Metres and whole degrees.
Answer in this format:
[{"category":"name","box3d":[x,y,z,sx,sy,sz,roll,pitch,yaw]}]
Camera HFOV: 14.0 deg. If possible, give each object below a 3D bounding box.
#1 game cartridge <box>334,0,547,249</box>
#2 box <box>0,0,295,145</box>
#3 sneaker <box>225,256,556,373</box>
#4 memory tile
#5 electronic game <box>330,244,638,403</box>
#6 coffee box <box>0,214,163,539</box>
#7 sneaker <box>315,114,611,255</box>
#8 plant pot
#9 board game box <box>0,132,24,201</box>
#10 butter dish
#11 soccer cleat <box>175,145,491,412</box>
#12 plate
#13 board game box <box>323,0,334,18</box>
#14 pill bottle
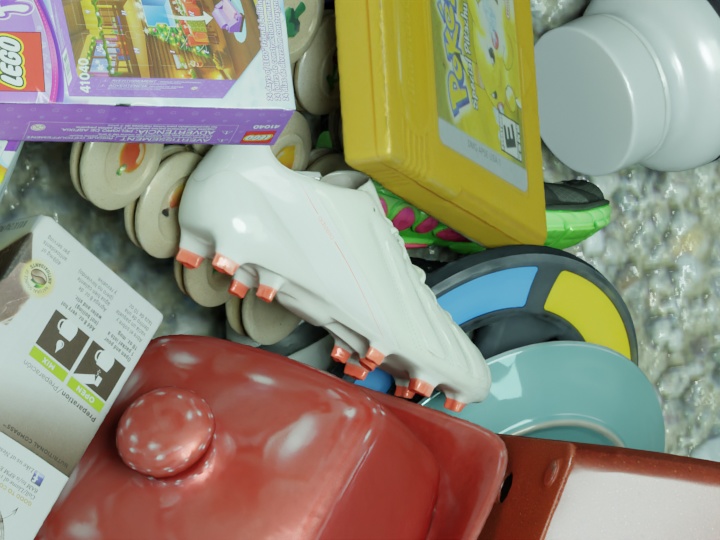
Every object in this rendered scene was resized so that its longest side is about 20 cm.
[{"category":"game cartridge","box3d":[0.038,-0.112,1.383,0.200,0.032,0.177,28,56,-66]},{"category":"box","box3d":[-0.106,-0.150,1.216,0.136,0.039,0.201,1,68,-17]},{"category":"sneaker","box3d":[0.013,0.032,1.479,0.199,0.074,0.080,9,95,-32]},{"category":"memory tile","box3d":[-0.049,-0.062,1.325,0.154,0.017,0.200,-60,146,-10]},{"category":"electronic game","box3d":[0.056,0.078,1.463,0.199,0.042,0.201,-19,128,-26]},{"category":"coffee box","box3d":[-0.188,0.081,1.287,0.080,0.113,0.200,41,62,-25]},{"category":"sneaker","box3d":[0.057,-0.050,1.506,0.200,0.077,0.084,10,67,-45]},{"category":"plant pot","box3d":[0.125,0.171,1.355,0.176,0.200,0.200,24,82,-15]},{"category":"board game box","box3d":[-0.250,-0.048,1.207,0.199,0.105,0.103,24,61,-5]},{"category":"butter dish","box3d":[-0.066,0.104,1.306,0.200,0.199,0.148,-61,148,-24]},{"category":"soccer cleat","box3d":[0.000,0.000,1.329,0.200,0.069,0.078,35,75,-39]},{"category":"plate","box3d":[0.075,0.125,1.463,0.200,0.026,0.201,-19,130,-24]},{"category":"board game box","box3d":[-0.046,-0.159,1.340,0.200,0.019,0.103,-18,98,-50]},{"category":"pill bottle","box3d":[0.188,-0.118,1.589,0.200,0.111,0.112,-22,98,-36]}]
